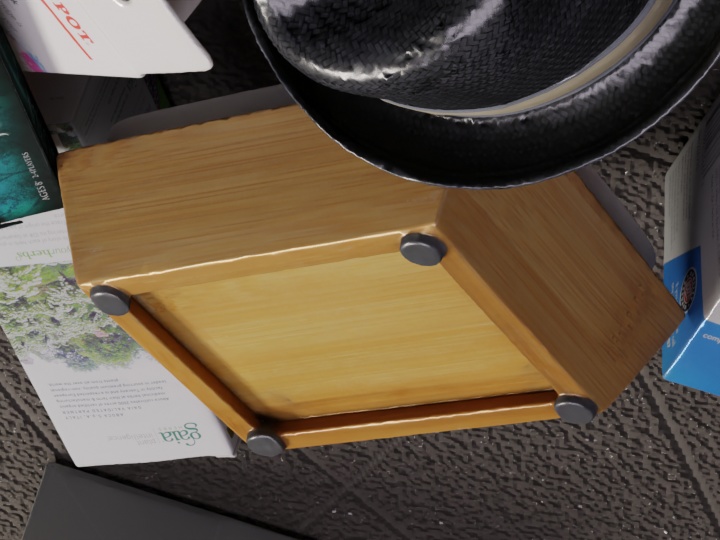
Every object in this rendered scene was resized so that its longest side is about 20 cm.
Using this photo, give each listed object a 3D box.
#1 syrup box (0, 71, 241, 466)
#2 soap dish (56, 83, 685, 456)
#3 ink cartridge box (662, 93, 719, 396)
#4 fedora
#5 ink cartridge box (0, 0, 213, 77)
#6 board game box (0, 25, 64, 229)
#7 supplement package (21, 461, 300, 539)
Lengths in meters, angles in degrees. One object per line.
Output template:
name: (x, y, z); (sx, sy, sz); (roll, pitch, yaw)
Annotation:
syrup box: (-0.111, -0.011, 1.255); (0.079, 0.082, 0.200); (-5, 133, 21)
soap dish: (0.000, 0.000, 1.124); (0.200, 0.081, 0.157); (-9, 141, 33)
ink cartridge box: (0.185, -0.051, 1.113); (0.067, 0.116, 0.200); (18, 137, -12)
fedora: (0.033, -0.115, 0.959); (0.200, 0.092, 0.201); (5, 103, 23)
ink cartridge box: (-0.128, -0.135, 1.089); (0.200, 0.068, 0.117); (8, 144, 48)
board game box: (-0.197, -0.072, 1.078); (0.135, 0.028, 0.200); (-14, 145, 3)
supplement package: (-0.127, 0.242, 1.432); (0.147, 0.192, 0.200); (18, 136, -3)
